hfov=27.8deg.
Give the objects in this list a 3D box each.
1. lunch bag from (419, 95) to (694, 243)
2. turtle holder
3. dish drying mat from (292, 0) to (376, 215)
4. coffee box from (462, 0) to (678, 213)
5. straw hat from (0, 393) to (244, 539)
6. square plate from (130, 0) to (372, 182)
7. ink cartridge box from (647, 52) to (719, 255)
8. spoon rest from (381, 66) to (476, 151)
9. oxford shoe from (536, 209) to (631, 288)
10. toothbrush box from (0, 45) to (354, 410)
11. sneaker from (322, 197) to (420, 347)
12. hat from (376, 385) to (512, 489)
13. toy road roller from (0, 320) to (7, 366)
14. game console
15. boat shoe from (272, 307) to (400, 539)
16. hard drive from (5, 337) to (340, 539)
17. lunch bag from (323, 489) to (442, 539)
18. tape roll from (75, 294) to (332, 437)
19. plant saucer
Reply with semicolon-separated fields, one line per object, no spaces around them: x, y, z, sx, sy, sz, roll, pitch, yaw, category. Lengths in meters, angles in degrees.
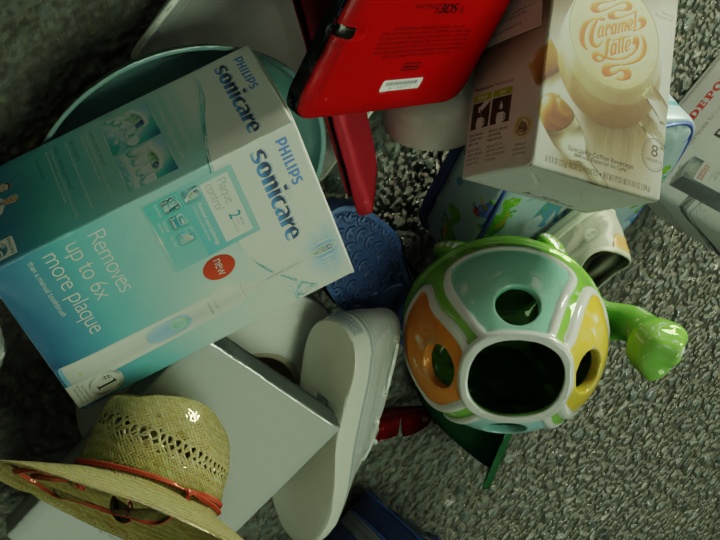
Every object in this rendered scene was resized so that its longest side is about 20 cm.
0.155;-0.080;1.138;0.199;0.083;0.161;-15;149;-32;lunch bag
0.121;0.059;1.037;0.185;0.132;0.141;26;106;-9;turtle holder
-0.017;-0.133;0.953;0.018;0.077;0.201;-5;134;12;dish drying mat
0.147;-0.151;0.996;0.114;0.080;0.201;12;79;-30;coffee box
-0.128;0.121;0.917;0.201;0.200;0.085;43;60;-48;straw hat
-0.034;-0.180;0.971;0.198;0.028;0.200;-54;138;4;square plate
0.347;-0.079;1.241;0.146;0.200;0.085;-50;133;1;ink cartridge box
0.096;-0.157;1.059;0.200;0.099;0.061;-48;137;-18;spoon rest
0.129;0.030;1.123;0.200;0.058;0.075;-41;152;4;oxford shoe
-0.122;-0.024;0.899;0.199;0.085;0.147;-27;140;-6;toothbrush box
0.000;0.000;1.091;0.070;0.078;0.200;-49;140;-6;sneaker
0.058;0.084;1.251;0.200;0.175;0.166;-48;158;-68;hat
-0.312;0.025;0.819;0.200;0.123;0.146;-38;121;-13;toy road roller
0.011;-0.201;0.910;0.200;0.119;0.173;-16;140;-56;game console
-0.015;0.113;1.070;0.068;0.072;0.201;-15;124;-41;boat shoe
-0.128;0.139;0.999;0.132;0.026;0.200;37;104;-30;hard drive
0.039;0.299;1.299;0.132;0.136;0.200;-42;138;-8;lunch bag
-0.105;0.087;1.072;0.202;0.071;0.203;-22;131;-27;tape roll
-0.121;-0.071;0.945;0.199;0.036;0.201;-16;137;-16;plant saucer
